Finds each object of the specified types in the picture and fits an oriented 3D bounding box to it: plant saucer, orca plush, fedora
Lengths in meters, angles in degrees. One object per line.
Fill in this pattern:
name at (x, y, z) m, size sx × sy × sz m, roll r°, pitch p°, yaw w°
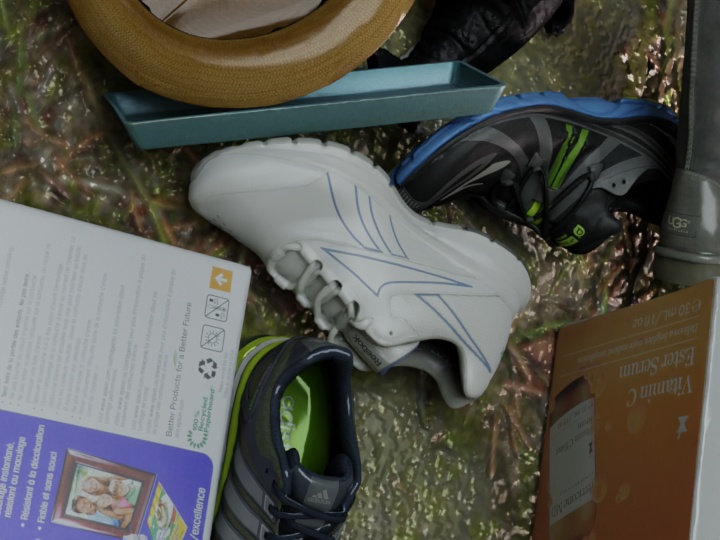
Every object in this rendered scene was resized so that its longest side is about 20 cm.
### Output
plant saucer at (-0.028, -0.085, 0.827) m, size 0.198 × 0.070 × 0.019 m, roll -7°, pitch 109°, yaw -17°
orca plush at (0.078, -0.171, 0.911) m, size 0.199 × 0.071 × 0.106 m, roll -37°, pitch 95°, yaw -28°
fedora at (-0.059, -0.171, 0.825) m, size 0.198 × 0.082 × 0.203 m, roll 1°, pitch 80°, yaw -6°

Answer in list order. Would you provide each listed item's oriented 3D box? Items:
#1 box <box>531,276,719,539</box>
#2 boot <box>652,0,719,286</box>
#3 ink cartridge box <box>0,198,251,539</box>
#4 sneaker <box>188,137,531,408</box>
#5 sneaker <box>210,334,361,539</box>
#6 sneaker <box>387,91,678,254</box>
box at (0.172, 0.124, 0.841) m, size 0.105 × 0.152 × 0.202 m, roll 17°, pitch 70°, yaw -22°
boot at (0.231, -0.099, 0.911) m, size 0.181 × 0.072 × 0.203 m, roll -11°, pitch 107°, yaw -49°
ink cartridge box at (-0.159, 0.069, 0.753) m, size 0.198 × 0.043 × 0.201 m, roll 16°, pitch 71°, yaw -24°
sneaker at (0.000, 0.000, 0.825) m, size 0.198 × 0.074 × 0.088 m, roll 26°, pitch 58°, yaw -17°
sneaker at (-0.038, 0.124, 0.778) m, size 0.073 × 0.081 × 0.203 m, roll 7°, pitch 74°, yaw -23°
sneaker at (0.106, -0.051, 0.896) m, size 0.198 × 0.071 × 0.084 m, roll -4°, pitch 73°, yaw -30°
